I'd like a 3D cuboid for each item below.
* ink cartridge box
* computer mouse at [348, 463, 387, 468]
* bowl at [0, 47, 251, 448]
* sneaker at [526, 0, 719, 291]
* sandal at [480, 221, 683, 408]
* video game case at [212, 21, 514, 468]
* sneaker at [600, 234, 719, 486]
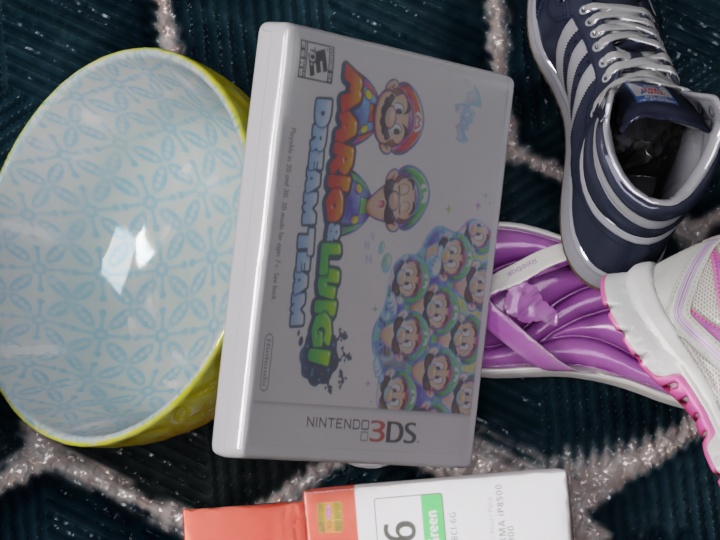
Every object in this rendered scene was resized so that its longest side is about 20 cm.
[{"bbox_3d":[0.010,0.163,1.365,0.200,0.050,0.109,-5,82,2],"label":"ink cartridge box"},{"bbox_3d":[0.000,0.000,1.375,0.110,0.044,0.200,-6,82,33],"label":"computer mouse"},{"bbox_3d":[-0.088,-0.003,1.353,0.200,0.108,0.200,-12,72,41],"label":"bowl"},{"bbox_3d":[0.133,-0.100,1.350,0.070,0.109,0.200,-1,70,-11],"label":"sneaker"},{"bbox_3d":[0.107,0.018,1.380,0.202,0.050,0.083,10,81,6],"label":"sandal"},{"bbox_3d":[0.005,-0.007,1.296,0.024,0.182,0.200,5,89,39],"label":"video game case"},{"bbox_3d":[0.201,0.063,1.291,0.088,0.081,0.200,-36,78,9],"label":"sneaker"}]
